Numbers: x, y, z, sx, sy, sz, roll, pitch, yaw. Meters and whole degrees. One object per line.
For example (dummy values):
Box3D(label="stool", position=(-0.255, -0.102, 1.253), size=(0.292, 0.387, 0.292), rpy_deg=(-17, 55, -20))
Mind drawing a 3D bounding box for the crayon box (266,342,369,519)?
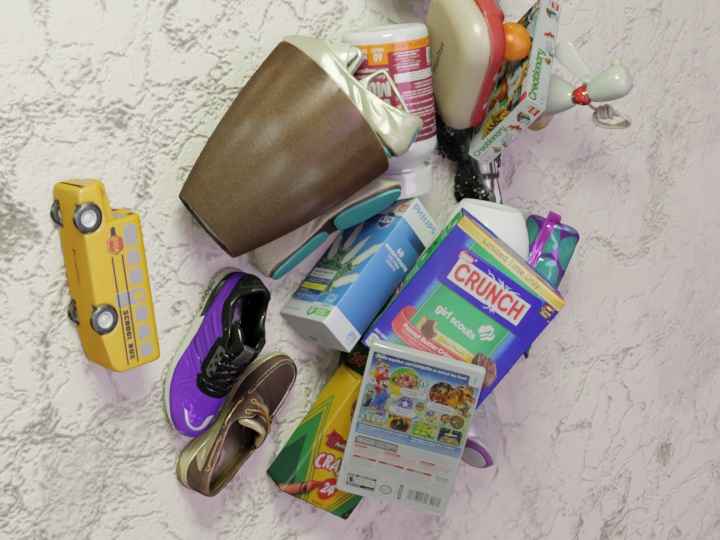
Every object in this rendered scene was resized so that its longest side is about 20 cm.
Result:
Box3D(label="crayon box", position=(-0.012, 0.205, 1.426), size=(0.126, 0.051, 0.202), rpy_deg=(32, 94, -39))

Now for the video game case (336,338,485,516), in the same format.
Box3D(label="video game case", position=(0.059, 0.194, 1.373), size=(0.141, 0.018, 0.203), rpy_deg=(14, 110, 1))

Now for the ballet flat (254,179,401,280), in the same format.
Box3D(label="ballet flat", position=(-0.045, -0.067, 1.345), size=(0.198, 0.069, 0.070), rpy_deg=(-33, 120, -6))

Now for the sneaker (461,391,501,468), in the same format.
Box3D(label="sneaker", position=(0.141, 0.184, 1.590), size=(0.201, 0.074, 0.100), rpy_deg=(58, 44, -32))

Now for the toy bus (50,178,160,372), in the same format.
Box3D(label="toy bus", position=(-0.269, 0.003, 1.195), size=(0.077, 0.065, 0.204), rpy_deg=(-18, 109, -37))

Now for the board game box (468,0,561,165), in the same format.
Box3D(label="board game box", position=(0.201, -0.247, 1.458), size=(0.034, 0.126, 0.202), rpy_deg=(27, 51, -16))

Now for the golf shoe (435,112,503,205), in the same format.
Box3D(label="golf shoe", position=(0.168, -0.143, 1.531), size=(0.094, 0.077, 0.202), rpy_deg=(-40, 123, -28))

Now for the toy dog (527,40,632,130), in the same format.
Box3D(label="toy dog", position=(0.280, -0.262, 1.551), size=(0.132, 0.196, 0.098), rpy_deg=(46, 50, -62))

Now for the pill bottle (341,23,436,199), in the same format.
Box3D(label="pill bottle", position=(0.038, -0.196, 1.389), size=(0.108, 0.109, 0.204), rpy_deg=(-17, 109, -36))

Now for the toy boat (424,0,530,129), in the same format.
Box3D(label="toy boat", position=(0.151, -0.270, 1.393), size=(0.129, 0.132, 0.201), rpy_deg=(-15, 152, -18))

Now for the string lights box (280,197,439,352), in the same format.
Box3D(label="string lights box", position=(0.000, 0.000, 1.398), size=(0.059, 0.102, 0.201), rpy_deg=(49, 67, -30))

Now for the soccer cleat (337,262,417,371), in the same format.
Box3D(label="soccer cleat", position=(0.031, 0.078, 1.454), size=(0.067, 0.080, 0.203), rpy_deg=(32, 78, -39))

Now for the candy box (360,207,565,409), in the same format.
Box3D(label="candy box", position=(0.125, 0.055, 1.381), size=(0.168, 0.077, 0.201), rpy_deg=(38, 100, -7))

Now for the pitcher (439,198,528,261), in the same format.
Box3D(label="pitcher", position=(0.151, 0.009, 1.498), size=(0.119, 0.172, 0.204), rpy_deg=(11, 101, -2))

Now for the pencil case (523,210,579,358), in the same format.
Box3D(label="pencil case", position=(0.241, 0.021, 1.619), size=(0.203, 0.084, 0.093), rpy_deg=(-64, 158, -12))

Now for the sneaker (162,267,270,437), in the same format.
Box3D(label="sneaker", position=(-0.157, 0.096, 1.284), size=(0.069, 0.099, 0.203), rpy_deg=(24, 82, -38))

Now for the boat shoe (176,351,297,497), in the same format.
Box3D(label="boat shoe", position=(-0.133, 0.185, 1.342), size=(0.200, 0.071, 0.073), rpy_deg=(-48, 125, -23))

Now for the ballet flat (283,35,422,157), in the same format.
Box3D(label="ballet flat", position=(-0.005, -0.217, 1.302), size=(0.069, 0.070, 0.200), rpy_deg=(-38, 78, -27))

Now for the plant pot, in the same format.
Box3D(label="plant pot", position=(-0.101, -0.116, 1.261), size=(0.200, 0.187, 0.188), rpy_deg=(-43, 124, -8))

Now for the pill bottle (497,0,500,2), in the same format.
Box3D(label="pill bottle", position=(0.096, -0.395, 1.396), size=(0.198, 0.113, 0.117), rpy_deg=(10, 92, -41))
